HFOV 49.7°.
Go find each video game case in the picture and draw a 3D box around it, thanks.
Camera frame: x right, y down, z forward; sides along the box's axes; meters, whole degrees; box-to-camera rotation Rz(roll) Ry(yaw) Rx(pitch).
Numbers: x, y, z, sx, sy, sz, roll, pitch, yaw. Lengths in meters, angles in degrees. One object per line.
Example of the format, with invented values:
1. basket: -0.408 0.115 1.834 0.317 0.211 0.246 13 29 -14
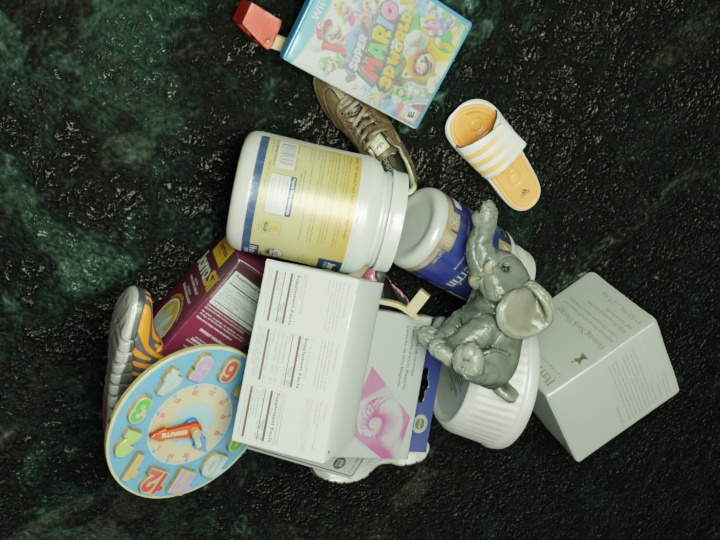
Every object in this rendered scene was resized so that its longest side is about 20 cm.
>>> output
1. video game case: 0.022 -0.269 0.905 0.199 0.018 0.144 21 106 -32

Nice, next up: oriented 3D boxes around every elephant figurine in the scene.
1. elephant figurine: 0.176 0.042 0.993 0.201 0.141 0.155 -57 151 2

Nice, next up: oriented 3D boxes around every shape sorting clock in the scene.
1. shape sorting clock: -0.194 0.176 0.889 0.198 0.039 0.202 -21 130 -27

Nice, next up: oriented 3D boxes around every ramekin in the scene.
1. ramekin: 0.175 0.153 1.140 0.093 0.203 0.204 13 110 -14

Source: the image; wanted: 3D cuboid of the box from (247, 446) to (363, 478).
1. box: -0.071 0.202 1.068 0.199 0.060 0.117 23 105 -30

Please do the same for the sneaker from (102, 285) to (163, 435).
1. sneaker: -0.234 0.106 0.900 0.111 0.078 0.202 3 123 -24

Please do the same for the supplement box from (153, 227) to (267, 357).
1. supplement box: -0.196 0.060 0.991 0.085 0.110 0.200 38 97 -30

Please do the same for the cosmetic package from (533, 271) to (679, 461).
1. cosmetic package: 0.352 0.148 1.216 0.199 0.168 0.167 -34 123 -3

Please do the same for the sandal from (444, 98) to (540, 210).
1. sandal: 0.200 -0.152 1.070 0.079 0.059 0.206 -45 122 5

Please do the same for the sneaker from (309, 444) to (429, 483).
1. sneaker: 0.011 0.268 1.210 0.198 0.074 0.088 -14 108 -22

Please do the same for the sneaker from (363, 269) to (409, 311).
1. sneaker: 0.029 0.044 1.106 0.095 0.079 0.202 -34 122 -37

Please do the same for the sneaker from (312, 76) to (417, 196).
1. sneaker: 0.017 -0.176 0.976 0.070 0.076 0.200 -39 122 1

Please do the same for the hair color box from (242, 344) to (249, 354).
1. hair color box: -0.120 0.178 1.109 0.199 0.061 0.102 28 103 -29

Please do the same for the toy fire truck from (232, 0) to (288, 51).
1. toy fire truck: -0.032 -0.292 0.909 0.199 0.049 0.142 27 98 -31

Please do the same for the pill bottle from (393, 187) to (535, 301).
1. pill bottle: 0.143 -0.024 1.080 0.199 0.116 0.116 26 104 -30

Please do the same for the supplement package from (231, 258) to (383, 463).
1. supplement package: -0.055 0.100 0.905 0.110 0.156 0.202 12 90 12

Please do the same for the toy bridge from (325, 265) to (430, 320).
1. toy bridge: 0.000 0.000 1.020 0.200 0.027 0.067 40 99 5

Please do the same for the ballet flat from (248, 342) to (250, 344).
1. ballet flat: -0.092 0.114 1.095 0.199 0.057 0.067 30 64 -25

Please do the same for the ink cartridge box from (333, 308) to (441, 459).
1. ink cartridge box: 0.036 0.153 1.046 0.198 0.043 0.199 9 92 -29

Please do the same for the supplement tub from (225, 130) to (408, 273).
1. supplement tub: -0.052 -0.078 0.931 0.198 0.145 0.146 12 112 -6
